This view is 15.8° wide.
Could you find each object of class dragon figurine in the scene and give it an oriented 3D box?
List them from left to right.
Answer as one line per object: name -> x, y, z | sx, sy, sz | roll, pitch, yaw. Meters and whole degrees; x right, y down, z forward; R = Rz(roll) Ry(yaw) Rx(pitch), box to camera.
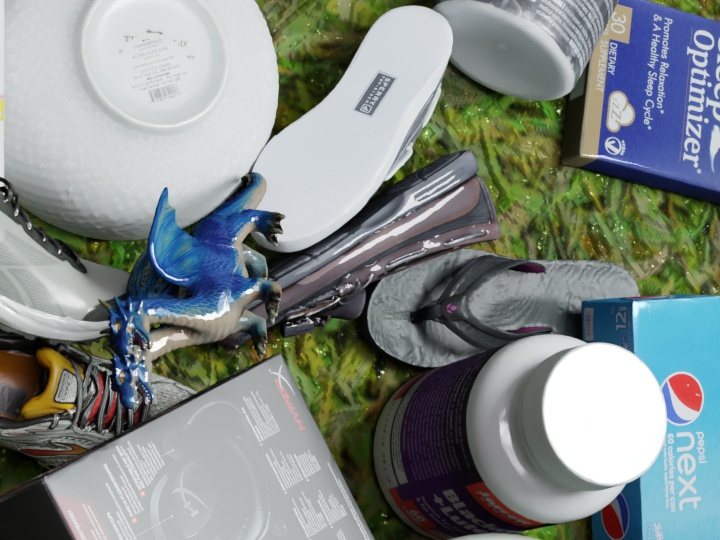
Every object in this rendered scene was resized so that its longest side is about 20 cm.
dragon figurine -> -0.097, -0.006, 1.463 | 0.099, 0.059, 0.200 | 11, 47, -10

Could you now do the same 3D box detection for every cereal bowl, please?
cereal bowl -> -0.136, -0.121, 1.546 | 0.200, 0.083, 0.200 | 6, 76, -25

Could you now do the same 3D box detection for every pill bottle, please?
pill bottle -> 0.096, 0.099, 1.543 | 0.111, 0.200, 0.112 | 5, 77, -24
pill bottle -> 0.130, -0.217, 1.679 | 0.106, 0.106, 0.200 | 34, 67, -15

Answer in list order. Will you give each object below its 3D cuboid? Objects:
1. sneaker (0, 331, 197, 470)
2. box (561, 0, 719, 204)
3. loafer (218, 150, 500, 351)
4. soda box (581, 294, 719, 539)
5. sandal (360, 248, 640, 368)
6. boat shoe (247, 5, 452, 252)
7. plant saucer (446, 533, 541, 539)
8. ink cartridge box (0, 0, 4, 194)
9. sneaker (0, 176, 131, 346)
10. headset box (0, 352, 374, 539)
sneaker -> -0.170, 0.081, 1.487 | 0.200, 0.082, 0.078 | 12, 74, -23
box -> 0.234, -0.108, 1.747 | 0.200, 0.032, 0.121 | 14, 73, -23
loafer -> 0.000, 0.000, 1.582 | 0.200, 0.072, 0.063 | -33, 100, -16
soda box -> 0.188, 0.117, 1.641 | 0.068, 0.064, 0.200 | -3, 92, -26
sandal -> 0.095, 0.018, 1.644 | 0.200, 0.048, 0.075 | -4, 81, -26
boat shoe -> -0.005, -0.076, 1.605 | 0.072, 0.068, 0.200 | 23, 58, 15
plant saucer -> 0.077, 0.254, 1.490 | 0.200, 0.050, 0.200 | -1, 97, -6
ink cartridge box -> -0.265, -0.088, 1.459 | 0.116, 0.067, 0.200 | -8, 115, -26
sneaker -> -0.200, -0.012, 1.445 | 0.200, 0.074, 0.079 | 18, 101, -36
headset box -> -0.099, 0.155, 1.428 | 0.200, 0.077, 0.149 | -28, 91, -38
